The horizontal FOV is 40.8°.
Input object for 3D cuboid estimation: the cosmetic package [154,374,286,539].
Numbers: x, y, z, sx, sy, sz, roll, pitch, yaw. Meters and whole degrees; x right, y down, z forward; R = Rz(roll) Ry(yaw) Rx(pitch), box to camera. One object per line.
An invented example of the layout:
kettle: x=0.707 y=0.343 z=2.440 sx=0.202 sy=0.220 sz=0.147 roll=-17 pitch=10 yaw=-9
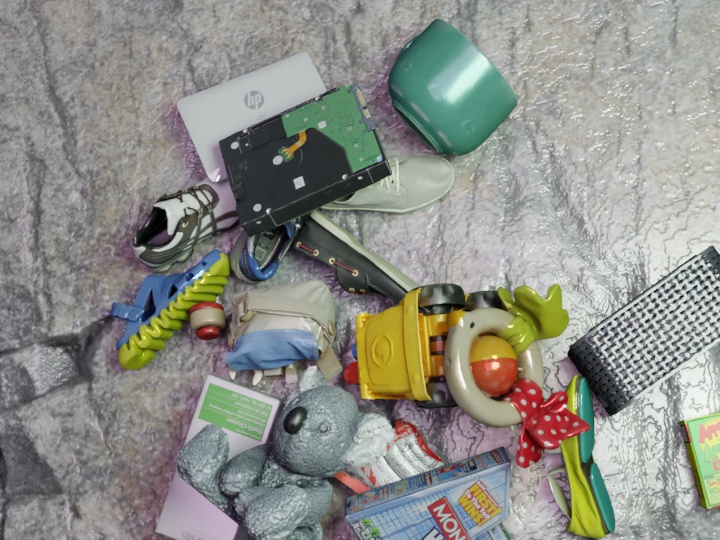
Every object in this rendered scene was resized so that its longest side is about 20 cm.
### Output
cosmetic package: x=-0.170 y=0.247 z=1.222 sx=0.106 sy=0.085 sz=0.204 roll=16 pitch=82 yaw=10

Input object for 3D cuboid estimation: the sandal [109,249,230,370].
sandal: x=-0.260 y=0.037 z=1.283 sx=0.199 sy=0.080 sz=0.087 roll=-40 pitch=71 yaw=0

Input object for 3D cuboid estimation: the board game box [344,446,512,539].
board game box: x=0.114 y=0.309 z=1.134 sx=0.198 sy=0.062 sz=0.202 roll=-32 pitch=97 yaw=4

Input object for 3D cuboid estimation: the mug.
mug: x=0.105 y=-0.223 z=1.233 sx=0.152 sy=0.185 sz=0.115 roll=44 pitch=93 yaw=-9

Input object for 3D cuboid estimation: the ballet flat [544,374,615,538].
ballet flat: x=0.248 y=0.222 z=1.133 sx=0.066 sy=0.067 sz=0.204 roll=-7 pitch=105 yaw=28

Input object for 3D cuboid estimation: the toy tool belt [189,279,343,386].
toy tool belt: x=-0.122 y=0.091 z=1.223 sx=0.196 sy=0.125 sz=0.125 roll=-10 pitch=70 yaw=9

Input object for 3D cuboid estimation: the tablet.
tablet: x=-0.135 y=-0.209 z=1.304 sx=0.197 sy=0.014 sz=0.132 roll=-23 pitch=76 yaw=-13

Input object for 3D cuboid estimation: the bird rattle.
bird rattle: x=0.160 y=0.115 z=1.072 sx=0.160 sy=0.112 sz=0.205 roll=6 pitch=80 yaw=-26

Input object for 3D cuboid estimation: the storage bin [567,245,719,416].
storage bin: x=0.348 y=0.073 z=1.126 sx=0.199 sy=0.135 sz=0.094 roll=-36 pitch=75 yaw=3

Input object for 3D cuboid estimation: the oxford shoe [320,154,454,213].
oxford shoe: x=0.028 y=-0.115 z=1.249 sx=0.195 sy=0.058 sz=0.077 roll=-5 pitch=75 yaw=-7

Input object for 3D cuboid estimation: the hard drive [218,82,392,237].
hard drive: x=-0.071 y=-0.141 z=1.212 sx=0.197 sy=0.038 sz=0.142 roll=-24 pitch=59 yaw=6

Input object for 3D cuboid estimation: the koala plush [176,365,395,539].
koala plush: x=-0.071 y=0.215 z=1.111 sx=0.176 sy=0.185 sz=0.201 roll=26 pitch=71 yaw=35

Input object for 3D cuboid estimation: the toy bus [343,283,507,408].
toy bus: x=0.079 y=0.104 z=1.175 sx=0.190 sy=0.198 sz=0.139 roll=-18 pitch=73 yaw=44

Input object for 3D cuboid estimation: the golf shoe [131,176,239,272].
golf shoe: x=-0.220 y=-0.078 z=1.286 sx=0.200 sy=0.095 sz=0.078 roll=-44 pitch=74 yaw=-1

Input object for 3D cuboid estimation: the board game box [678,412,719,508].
board game box: x=0.484 y=0.204 z=1.122 sx=0.196 sy=0.048 sz=0.104 roll=-14 pitch=77 yaw=8

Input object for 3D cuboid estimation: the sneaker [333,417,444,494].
sneaker: x=0.008 y=0.216 z=1.200 sx=0.200 sy=0.067 sz=0.109 roll=36 pitch=92 yaw=10

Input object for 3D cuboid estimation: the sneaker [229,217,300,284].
sneaker: x=-0.103 y=-0.075 z=1.257 sx=0.076 sy=0.085 sz=0.204 roll=18 pitch=89 yaw=-23

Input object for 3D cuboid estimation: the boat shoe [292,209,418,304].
boat shoe: x=0.001 y=0.000 z=1.242 sx=0.200 sy=0.074 sz=0.064 roll=35 pitch=94 yaw=17
